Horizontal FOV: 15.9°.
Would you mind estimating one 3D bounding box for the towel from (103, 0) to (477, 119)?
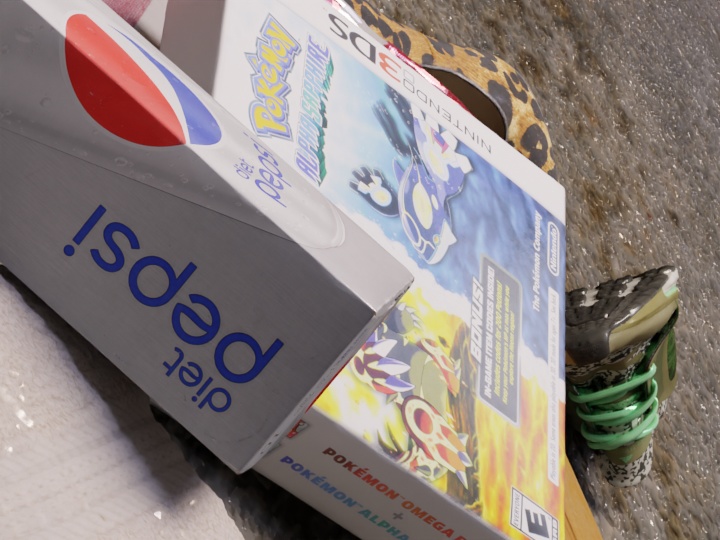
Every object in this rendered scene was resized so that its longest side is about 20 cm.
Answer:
[{"bbox_3d":[-0.029,-0.075,1.026,0.200,0.023,0.144,42,34,-10],"label":"towel"}]

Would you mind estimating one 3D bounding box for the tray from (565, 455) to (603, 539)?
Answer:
[{"bbox_3d":[0.041,0.052,1.043,0.099,0.037,0.201,31,30,-51],"label":"tray"}]

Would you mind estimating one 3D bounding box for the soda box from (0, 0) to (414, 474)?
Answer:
[{"bbox_3d":[-0.082,-0.034,0.768,0.200,0.068,0.063,42,15,3],"label":"soda box"}]

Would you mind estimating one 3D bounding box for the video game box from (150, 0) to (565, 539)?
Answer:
[{"bbox_3d":[0.000,0.000,0.930,0.182,0.047,0.201,33,39,-27],"label":"video game box"}]

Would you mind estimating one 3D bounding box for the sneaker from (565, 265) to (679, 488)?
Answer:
[{"bbox_3d":[0.116,0.051,1.143,0.200,0.077,0.089,23,51,-79],"label":"sneaker"}]

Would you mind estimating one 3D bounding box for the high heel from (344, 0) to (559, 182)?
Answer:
[{"bbox_3d":[0.018,-0.065,1.155,0.200,0.071,0.143,51,28,-11],"label":"high heel"}]

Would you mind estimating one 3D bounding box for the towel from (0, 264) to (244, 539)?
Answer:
[{"bbox_3d":[-0.095,0.059,0.706,0.133,0.034,0.200,58,19,5],"label":"towel"}]
